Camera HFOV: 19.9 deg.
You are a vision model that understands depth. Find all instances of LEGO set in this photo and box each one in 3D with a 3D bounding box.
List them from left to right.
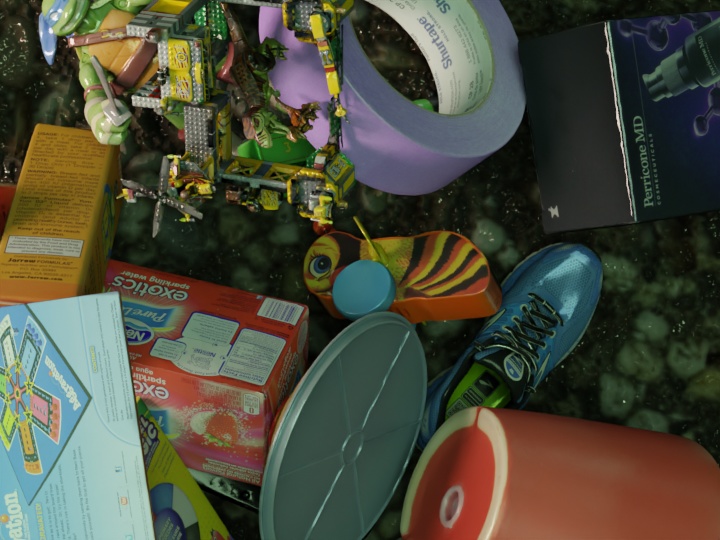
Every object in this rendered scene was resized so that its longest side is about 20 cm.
[{"bbox_3d":[-0.080,-0.104,1.356,0.153,0.116,0.200,16,123,13],"label":"LEGO set"}]

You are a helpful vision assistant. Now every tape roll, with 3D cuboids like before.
[{"bbox_3d":[0.025,-0.157,1.480,0.200,0.066,0.201,22,52,-31],"label":"tape roll"}]

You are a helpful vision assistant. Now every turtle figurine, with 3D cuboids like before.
[{"bbox_3d":[-0.127,-0.146,1.465,0.194,0.200,0.144,30,53,-29],"label":"turtle figurine"}]

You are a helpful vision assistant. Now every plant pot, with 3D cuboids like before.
[{"bbox_3d":[0.137,0.189,1.469,0.177,0.200,0.201,19,88,-23],"label":"plant pot"}]

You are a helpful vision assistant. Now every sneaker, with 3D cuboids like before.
[{"bbox_3d":[0.118,0.065,1.539,0.078,0.089,0.200,38,86,-7],"label":"sneaker"}]

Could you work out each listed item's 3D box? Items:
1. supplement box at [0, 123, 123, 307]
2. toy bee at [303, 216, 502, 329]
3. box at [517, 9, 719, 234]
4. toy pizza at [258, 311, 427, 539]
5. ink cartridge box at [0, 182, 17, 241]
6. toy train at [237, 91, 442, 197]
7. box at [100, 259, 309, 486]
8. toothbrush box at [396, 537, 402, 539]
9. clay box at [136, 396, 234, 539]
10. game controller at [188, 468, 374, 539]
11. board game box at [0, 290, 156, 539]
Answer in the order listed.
[{"bbox_3d":[-0.210,-0.019,1.428,0.069,0.200,0.067,2,130,0],"label":"supplement box"},{"bbox_3d":[0.000,0.000,1.513,0.199,0.131,0.109,-4,58,-5],"label":"toy bee"},{"bbox_3d":[0.229,-0.112,1.508,0.200,0.104,0.148,-11,93,-35],"label":"box"},{"bbox_3d":[-0.018,0.121,1.459,0.032,0.200,0.201,21,87,29],"label":"toy pizza"},{"bbox_3d":[-0.264,0.038,1.450,0.050,0.162,0.201,-9,91,5],"label":"ink cartridge box"},{"bbox_3d":[-0.002,-0.092,1.515,0.200,0.042,0.057,-15,85,-33],"label":"toy train"},{"bbox_3d":[-0.144,0.067,1.455,0.199,0.100,0.096,13,131,12],"label":"box"},{"bbox_3d":[0.002,0.321,1.529,0.200,0.086,0.146,-37,95,-7],"label":"toothbrush box"},{"bbox_3d":[-0.155,0.179,1.408,0.047,0.115,0.200,-9,126,29],"label":"clay box"},{"bbox_3d":[-0.070,0.129,1.539,0.200,0.042,0.105,24,87,-8],"label":"game controller"},{"bbox_3d":[-0.191,0.119,1.314,0.103,0.019,0.201,-8,87,-16],"label":"board game box"}]
